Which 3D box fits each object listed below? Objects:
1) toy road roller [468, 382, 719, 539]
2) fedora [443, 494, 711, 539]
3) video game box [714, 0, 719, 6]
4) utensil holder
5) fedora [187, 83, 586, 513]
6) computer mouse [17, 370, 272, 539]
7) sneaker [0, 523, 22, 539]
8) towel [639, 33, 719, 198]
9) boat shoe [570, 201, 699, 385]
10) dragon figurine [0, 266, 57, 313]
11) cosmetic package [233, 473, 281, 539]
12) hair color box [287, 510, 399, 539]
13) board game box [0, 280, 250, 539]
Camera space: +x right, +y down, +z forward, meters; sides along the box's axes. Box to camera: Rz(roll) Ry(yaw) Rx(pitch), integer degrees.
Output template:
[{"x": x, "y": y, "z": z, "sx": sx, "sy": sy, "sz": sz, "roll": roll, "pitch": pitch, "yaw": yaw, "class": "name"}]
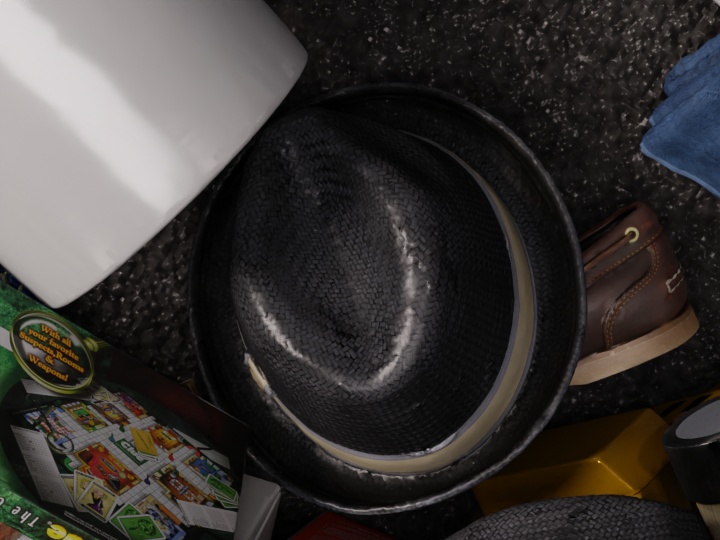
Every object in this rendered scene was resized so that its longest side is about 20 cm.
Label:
[{"x": 0.164, "y": 0.109, "z": 1.229, "sx": 0.199, "sy": 0.146, "sz": 0.123, "roll": -17, "pitch": 104, "yaw": 40, "class": "toy road roller"}, {"x": 0.087, "y": 0.150, "z": 1.127, "sx": 0.200, "sy": 0.201, "sz": 0.092, "roll": -8, "pitch": 73, "yaw": 0, "class": "fedora"}, {"x": 0.254, "y": -0.171, "z": 1.198, "sx": 0.182, "sy": 0.047, "sz": 0.200, "roll": 41, "pitch": 98, "yaw": -6, "class": "video game box"}, {"x": -0.145, "y": -0.109, "z": 1.112, "sx": 0.170, "sy": 0.170, "sz": 0.200, "roll": -43, "pitch": 102, "yaw": 7, "class": "utensil holder"}, {"x": 0.000, "y": 0.000, "z": 1.150, "sx": 0.200, "sy": 0.092, "sz": 0.202, "roll": -5, "pitch": 71, "yaw": 16, "class": "fedora"}, {"x": -0.149, "y": 0.128, "z": 1.248, "sx": 0.199, "sy": 0.044, "sz": 0.110, "roll": -23, "pitch": 102, "yaw": 3, "class": "computer mouse"}, {"x": -0.193, "y": 0.097, "z": 1.197, "sx": 0.200, "sy": 0.071, "sz": 0.080, "roll": -42, "pitch": 78, "yaw": 1, "class": "sneaker"}, {"x": 0.228, "y": -0.031, "z": 1.194, "sx": 0.200, "sy": 0.112, "sz": 0.049, "roll": 40, "pitch": 56, "yaw": -8, "class": "towel"}, {"x": 0.054, "y": 0.032, "z": 1.222, "sx": 0.199, "sy": 0.070, "sz": 0.071, "roll": -25, "pitch": 108, "yaw": -5, "class": "boat shoe"}, {"x": -0.235, "y": 0.008, "z": 1.214, "sx": 0.199, "sy": 0.059, "sz": 0.100, "roll": 30, "pitch": 98, "yaw": -3, "class": "dragon figurine"}, {"x": -0.102, "y": 0.183, "z": 1.183, "sx": 0.090, "sy": 0.107, "sz": 0.201, "roll": 18, "pitch": 132, "yaw": 10, "class": "cosmetic package"}, {"x": -0.024, "y": 0.175, "z": 1.175, "sx": 0.061, "sy": 0.200, "sz": 0.102, "roll": 21, "pitch": 97, "yaw": 9, "class": "hair color box"}, {"x": -0.135, "y": 0.058, "z": 1.077, "sx": 0.200, "sy": 0.105, "sz": 0.023, "roll": 32, "pitch": 131, "yaw": -20, "class": "board game box"}]
